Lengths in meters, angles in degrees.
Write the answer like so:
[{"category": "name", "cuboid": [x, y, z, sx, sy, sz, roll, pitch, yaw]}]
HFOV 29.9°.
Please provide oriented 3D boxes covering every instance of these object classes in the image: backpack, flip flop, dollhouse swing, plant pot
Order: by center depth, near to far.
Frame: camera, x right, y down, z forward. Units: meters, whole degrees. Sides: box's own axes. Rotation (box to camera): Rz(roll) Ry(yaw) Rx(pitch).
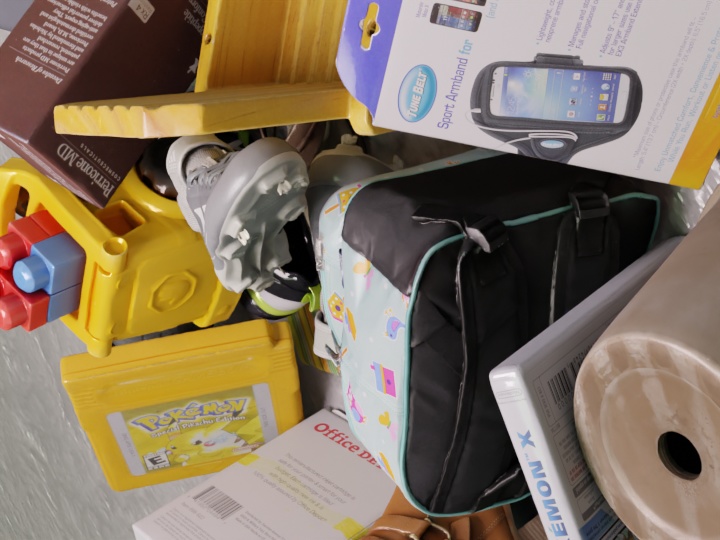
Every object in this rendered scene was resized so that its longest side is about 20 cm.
[{"category": "plant pot", "cuboid": [0.196, 0.049, 0.614, 0.200, 0.173, 0.201, 35, 138, 38]}, {"category": "dollhouse swing", "cuboid": [-0.061, -0.154, 0.776, 0.200, 0.175, 0.183, 12, 93, 56]}, {"category": "backpack", "cuboid": [0.066, 0.033, 0.784, 0.153, 0.175, 0.201, 33, 132, 51]}, {"category": "flip flop", "cuboid": [-0.044, -0.112, 0.951, 0.081, 0.057, 0.201, 17, 125, 49]}]

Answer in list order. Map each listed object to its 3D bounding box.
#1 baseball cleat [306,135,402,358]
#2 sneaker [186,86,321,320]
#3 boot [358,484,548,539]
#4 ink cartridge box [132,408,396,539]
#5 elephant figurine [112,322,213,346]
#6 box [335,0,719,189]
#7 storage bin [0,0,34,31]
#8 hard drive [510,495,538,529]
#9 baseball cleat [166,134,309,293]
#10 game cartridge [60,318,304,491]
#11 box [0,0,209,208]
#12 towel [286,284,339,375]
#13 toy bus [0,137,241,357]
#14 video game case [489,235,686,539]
[{"category": "baseball cleat", "cuboid": [0.000, 0.000, 0.875, 0.069, 0.107, 0.200, 8, 159, 13]}, {"category": "sneaker", "cuboid": [-0.077, -0.059, 1.028, 0.083, 0.072, 0.201, -31, 84, 50]}, {"category": "boot", "cuboid": [0.032, 0.162, 0.867, 0.200, 0.155, 0.077, 50, 143, 19]}, {"category": "ink cartridge box", "cuboid": [-0.050, 0.208, 1.047, 0.145, 0.200, 0.084, 25, 134, 45]}, {"category": "elephant figurine", "cuboid": [-0.163, 0.081, 1.184, 0.141, 0.155, 0.201, 21, 123, 40]}, {"category": "box", "cuboid": [0.091, -0.112, 0.661, 0.199, 0.042, 0.119, 12, 135, -3]}, {"category": "storage bin", "cuboid": [-0.195, -0.244, 0.969, 0.134, 0.200, 0.146, 24, 130, 31]}, {"category": "hard drive", "cuboid": [0.134, 0.171, 0.905, 0.200, 0.033, 0.140, -4, 108, 53]}, {"category": "baseball cleat", "cuboid": [-0.083, -0.049, 0.814, 0.107, 0.070, 0.200, 54, 161, 11]}, {"category": "game cartridge", "cuboid": [-0.135, 0.112, 1.086, 0.200, 0.175, 0.033, 87, 171, -59]}, {"category": "box", "cuboid": [-0.159, -0.154, 0.888, 0.075, 0.200, 0.100, 30, 171, 29]}, {"category": "towel", "cuboid": [0.008, 0.053, 1.031, 0.200, 0.018, 0.086, 14, 128, 50]}, {"category": "toy bus", "cuboid": [-0.205, -0.034, 0.977, 0.200, 0.192, 0.136, 43, 137, 27]}, {"category": "video game case", "cuboid": [0.151, 0.097, 0.688, 0.022, 0.200, 0.183, -15, 99, 39]}]
